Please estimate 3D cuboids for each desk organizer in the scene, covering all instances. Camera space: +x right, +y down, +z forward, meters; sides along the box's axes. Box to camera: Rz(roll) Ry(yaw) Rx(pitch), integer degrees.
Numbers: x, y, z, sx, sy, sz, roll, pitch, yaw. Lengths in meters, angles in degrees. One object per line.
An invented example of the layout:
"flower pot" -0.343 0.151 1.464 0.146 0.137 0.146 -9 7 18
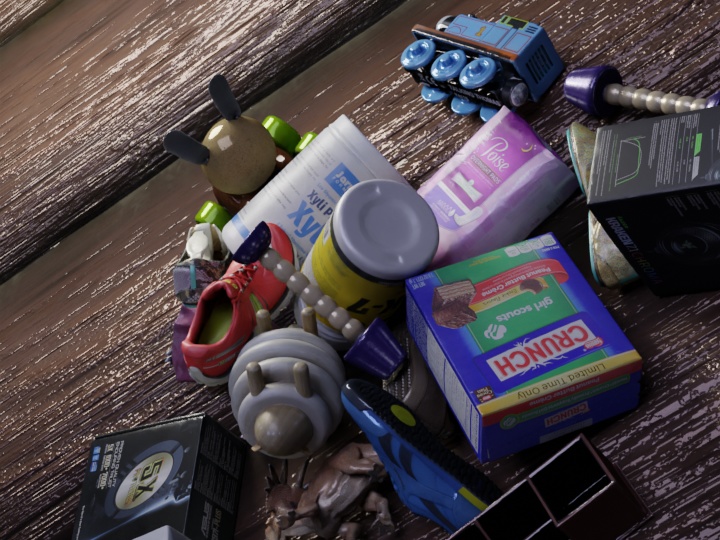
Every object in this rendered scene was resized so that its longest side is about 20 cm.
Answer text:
"desk organizer" 0.160 0.247 1.429 0.200 0.077 0.072 -40 44 8

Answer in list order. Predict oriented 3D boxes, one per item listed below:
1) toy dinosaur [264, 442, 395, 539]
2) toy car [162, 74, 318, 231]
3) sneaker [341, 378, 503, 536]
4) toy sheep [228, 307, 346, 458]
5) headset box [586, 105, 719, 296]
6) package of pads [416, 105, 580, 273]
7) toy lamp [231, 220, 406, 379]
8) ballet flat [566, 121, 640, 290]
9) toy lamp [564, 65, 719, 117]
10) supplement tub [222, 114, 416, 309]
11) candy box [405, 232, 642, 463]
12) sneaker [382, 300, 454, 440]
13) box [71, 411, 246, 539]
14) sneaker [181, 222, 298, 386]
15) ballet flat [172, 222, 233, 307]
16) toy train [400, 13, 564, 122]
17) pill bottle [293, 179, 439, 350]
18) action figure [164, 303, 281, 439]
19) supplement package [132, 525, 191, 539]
"toy dinosaur" -0.026 0.222 1.593 0.199 0.086 0.136 -32 23 0
"toy car" -0.152 -0.138 1.856 0.157 0.200 0.165 26 77 45
"sneaker" 0.046 0.191 1.502 0.200 0.066 0.079 42 112 5
"toy sheep" -0.074 0.117 1.609 0.137 0.138 0.200 -23 29 23
"headset box" 0.340 -0.066 1.446 0.199 0.174 0.093 -8 55 32
"package of pads" 0.130 -0.070 1.682 0.200 0.076 0.121 -43 46 4
"toy lamp" -0.040 0.034 1.565 0.200 0.058 0.058 39 85 2
"ballet flat" 0.260 -0.074 1.592 0.070 0.071 0.201 -21 55 24
"toy lamp" 0.302 -0.181 1.632 0.199 0.058 0.058 15 70 42
"supplement tub" -0.048 -0.065 1.775 0.200 0.132 0.132 -44 44 4
"candy box" 0.155 0.071 1.516 0.168 0.077 0.200 -18 46 -11
"sneaker" 0.066 0.101 1.622 0.070 0.075 0.200 -37 23 29
"box" -0.225 0.274 1.700 0.163 0.086 0.201 -14 53 29
"sneaker" -0.128 0.027 1.649 0.077 0.085 0.201 14 63 22
"ballet flat" -0.176 -0.017 1.784 0.072 0.072 0.200 -37 12 10
"toy train" 0.136 -0.242 1.799 0.114 0.087 0.200 -48 41 -14
"pill bottle" 0.000 0.000 1.641 0.200 0.114 0.115 122 160 -57
"action figure" -0.121 0.097 1.765 0.199 0.135 0.149 16 27 30
"supplement package" -0.182 0.388 1.503 0.147 0.200 0.192 -25 48 21
